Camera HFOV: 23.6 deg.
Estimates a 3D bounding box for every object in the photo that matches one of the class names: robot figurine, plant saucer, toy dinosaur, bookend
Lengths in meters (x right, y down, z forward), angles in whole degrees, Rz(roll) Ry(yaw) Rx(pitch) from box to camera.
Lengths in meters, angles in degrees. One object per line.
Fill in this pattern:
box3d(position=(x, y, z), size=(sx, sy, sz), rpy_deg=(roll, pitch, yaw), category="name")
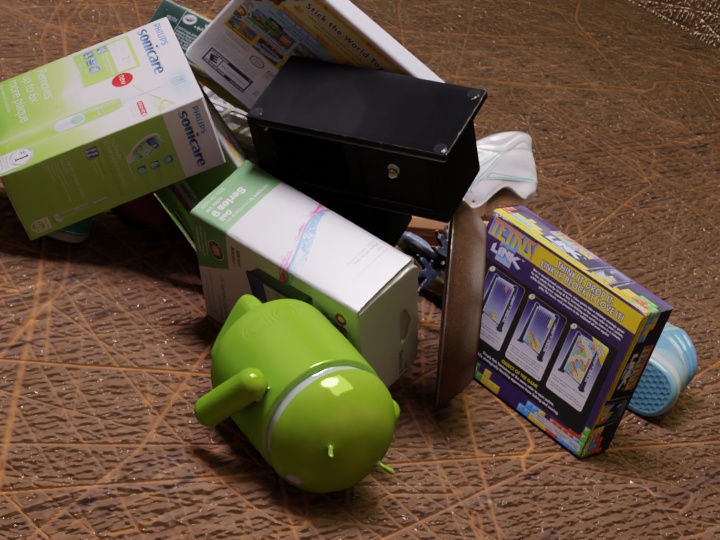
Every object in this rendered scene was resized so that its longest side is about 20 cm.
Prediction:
box3d(position=(-0.048, 0.102, 1.424), size=(0.175, 0.116, 0.200), rpy_deg=(18, 20, -43), category="robot figurine")
box3d(position=(0.095, 0.029, 1.609), size=(0.036, 0.202, 0.201), rpy_deg=(4, 22, 2), category="plant saucer")
box3d(position=(0.091, -0.039, 1.893), size=(0.199, 0.038, 0.200), rpy_deg=(6, 1, 0), category="plant saucer")
box3d(position=(0.000, 0.000, 1.753), size=(0.181, 0.200, 0.105), rpy_deg=(-5, 45, 37), category="toy dinosaur")
box3d(position=(0.018, -0.078, 1.573), size=(0.198, 0.201, 0.092), rpy_deg=(14, 50, 24), category="bookend")

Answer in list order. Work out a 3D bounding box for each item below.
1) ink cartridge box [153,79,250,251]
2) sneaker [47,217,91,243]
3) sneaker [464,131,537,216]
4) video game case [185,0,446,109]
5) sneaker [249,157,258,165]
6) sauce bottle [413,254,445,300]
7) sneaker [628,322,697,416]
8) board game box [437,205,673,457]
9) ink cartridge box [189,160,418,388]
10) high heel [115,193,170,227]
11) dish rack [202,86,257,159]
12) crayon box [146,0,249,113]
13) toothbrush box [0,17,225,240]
box3d(position=(-0.150, -0.084, 1.716), size=(0.148, 0.076, 0.200), rpy_deg=(57, 5, -31), category="ink cartridge box")
box3d(position=(-0.290, -0.098, 1.701), size=(0.071, 0.080, 0.200), rpy_deg=(15, 24, -15), category="sneaker")
box3d(position=(0.098, -0.095, 1.853), size=(0.199, 0.081, 0.070), rpy_deg=(-10, -14, -9), category="sneaker")
box3d(position=(-0.043, -0.185, 1.591), size=(0.200, 0.182, 0.023), rpy_deg=(39, 51, -12), category="video game case")
box3d(position=(-0.077, -0.122, 1.938), size=(0.199, 0.074, 0.116), rpy_deg=(21, 6, -6), category="sneaker")
box3d(position=(0.137, 0.035, 1.817), size=(0.199, 0.066, 0.066), rpy_deg=(24, 20, 31), category="sauce bottle")
box3d(position=(0.273, 0.072, 1.846), size=(0.200, 0.080, 0.130), rpy_deg=(41, 29, 18), category="sneaker")
box3d(position=(0.186, 0.057, 1.679), size=(0.200, 0.166, 0.057), rpy_deg=(37, 27, 32), category="board game box")
box3d(position=(-0.049, 0.015, 1.551), size=(0.199, 0.146, 0.088), rpy_deg=(30, 56, 25), category="ink cartridge box")
box3d(position=(-0.229, -0.122, 1.794), size=(0.067, 0.097, 0.200), rpy_deg=(9, 25, -29), category="high heel")
box3d(position=(-0.089, -0.180, 1.932), size=(0.171, 0.044, 0.200), rpy_deg=(20, 42, 25), category="dish rack")
box3d(position=(-0.123, -0.202, 1.777), size=(0.127, 0.051, 0.200), rpy_deg=(29, -3, 28), category="crayon box")
box3d(position=(-0.246, -0.135, 1.622), size=(0.199, 0.086, 0.146), rpy_deg=(-21, 43, -5), category="toothbrush box")
